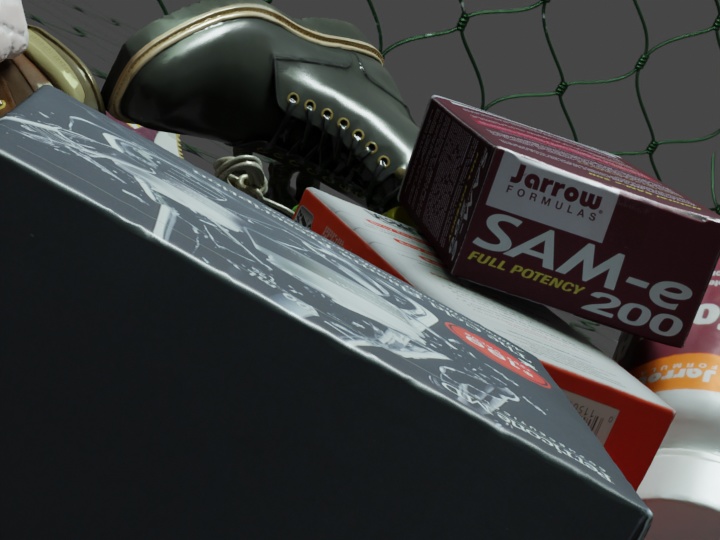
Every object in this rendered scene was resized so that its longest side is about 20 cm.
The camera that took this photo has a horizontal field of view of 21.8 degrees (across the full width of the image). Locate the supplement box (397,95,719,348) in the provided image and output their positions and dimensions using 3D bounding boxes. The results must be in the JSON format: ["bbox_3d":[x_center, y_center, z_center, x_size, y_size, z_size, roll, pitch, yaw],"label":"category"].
[{"bbox_3d":[0.085,-0.028,0.859,0.108,0.061,0.200,18,8,-8],"label":"supplement box"}]

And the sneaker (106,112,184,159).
[{"bbox_3d":[-0.155,-0.071,1.057,0.090,0.075,0.200,33,4,-21],"label":"sneaker"}]

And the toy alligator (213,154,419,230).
[{"bbox_3d":[0.000,0.000,0.945,0.200,0.059,0.054,24,49,-44],"label":"toy alligator"}]

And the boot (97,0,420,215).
[{"bbox_3d":[-0.024,-0.070,0.964,0.200,0.078,0.138,-11,53,-47],"label":"boot"}]

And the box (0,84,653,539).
[{"bbox_3d":[-0.038,0.043,0.551,0.199,0.104,0.182,29,8,-9],"label":"box"}]

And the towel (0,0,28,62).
[{"bbox_3d":[-0.248,-0.166,0.824,0.200,0.032,0.192,-29,97,-56],"label":"towel"}]

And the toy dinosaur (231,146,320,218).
[{"bbox_3d":[-0.053,-0.016,1.042,0.077,0.103,0.200,0,23,0],"label":"toy dinosaur"}]

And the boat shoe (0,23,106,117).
[{"bbox_3d":[-0.212,-0.107,0.957,0.067,0.072,0.200,-29,47,-32],"label":"boat shoe"}]

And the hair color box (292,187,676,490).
[{"bbox_3d":[0.037,0.033,0.790,0.101,0.061,0.200,21,11,-25],"label":"hair color box"}]

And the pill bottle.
[{"bbox_3d":[0.159,0.075,0.830,0.114,0.114,0.200,30,38,0],"label":"pill bottle"}]
